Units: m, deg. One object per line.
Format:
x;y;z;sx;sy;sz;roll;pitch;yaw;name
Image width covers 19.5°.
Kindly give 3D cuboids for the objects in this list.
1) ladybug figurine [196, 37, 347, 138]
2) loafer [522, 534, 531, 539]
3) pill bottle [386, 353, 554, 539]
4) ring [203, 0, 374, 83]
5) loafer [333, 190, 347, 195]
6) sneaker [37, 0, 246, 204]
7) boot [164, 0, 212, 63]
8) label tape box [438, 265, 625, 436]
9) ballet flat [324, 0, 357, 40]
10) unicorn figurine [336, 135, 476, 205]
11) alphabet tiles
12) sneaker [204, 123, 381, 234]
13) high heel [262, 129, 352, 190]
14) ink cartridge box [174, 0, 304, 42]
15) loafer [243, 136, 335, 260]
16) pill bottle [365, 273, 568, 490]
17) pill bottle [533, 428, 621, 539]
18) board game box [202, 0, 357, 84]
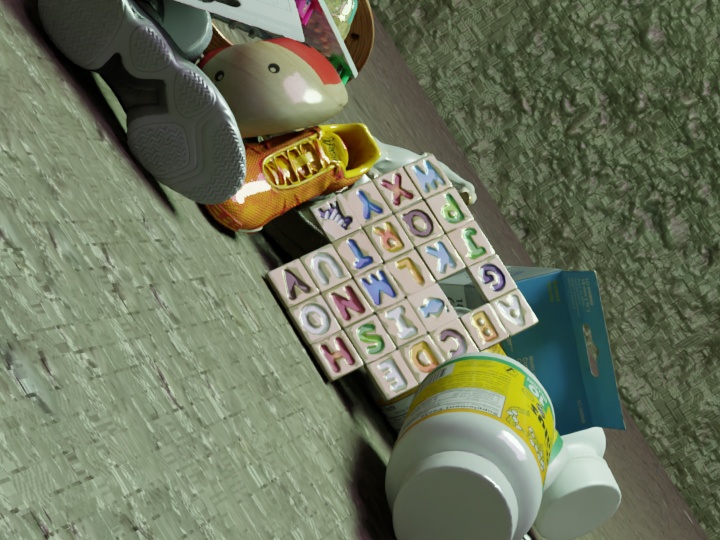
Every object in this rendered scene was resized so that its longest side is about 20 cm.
-0.080;-0.144;1.656;0.200;0.136;0.072;-92;172;-85;ladybug figurine
0.124;0.269;1.606;0.200;0.070;0.075;49;42;9;loafer
0.080;0.143;1.531;0.113;0.113;0.200;56;17;-9;pill bottle
-0.080;-0.238;1.869;0.200;0.200;0.019;52;43;-28;ring
0.000;0.000;1.843;0.200;0.070;0.070;53;11;27;loafer
-0.147;-0.143;1.495;0.200;0.075;0.114;52;13;-17;sneaker
-0.196;-0.233;1.628;0.200;0.074;0.096;51;-14;0;boot
0.130;0.072;1.817;0.200;0.063;0.144;2;-73;56;label tape box
-0.091;-0.252;1.792;0.200;0.071;0.071;24;-1;17;ballet flat
0.044;-0.079;1.900;0.200;0.074;0.137;33;13;-32;unicorn figurine
0.027;0.008;1.668;0.167;0.200;0.008;58;-34;10;alphabet tiles
-0.058;-0.083;1.641;0.073;0.077;0.200;58;35;2;sneaker
-0.030;-0.087;1.923;0.200;0.071;0.143;40;7;-11;high heel
-0.130;-0.222;1.510;0.162;0.050;0.200;16;34;-22;ink cartridge box
-0.040;-0.043;1.756;0.200;0.067;0.076;53;10;-27;loafer
0.074;0.102;1.726;0.200;0.113;0.113;55;9;-8;pill bottle
0.176;0.160;2.061;0.114;0.114;0.200;46;14;-50;pill bottle
-0.109;-0.222;1.725;0.200;0.026;0.200;25;-9;14;board game box
